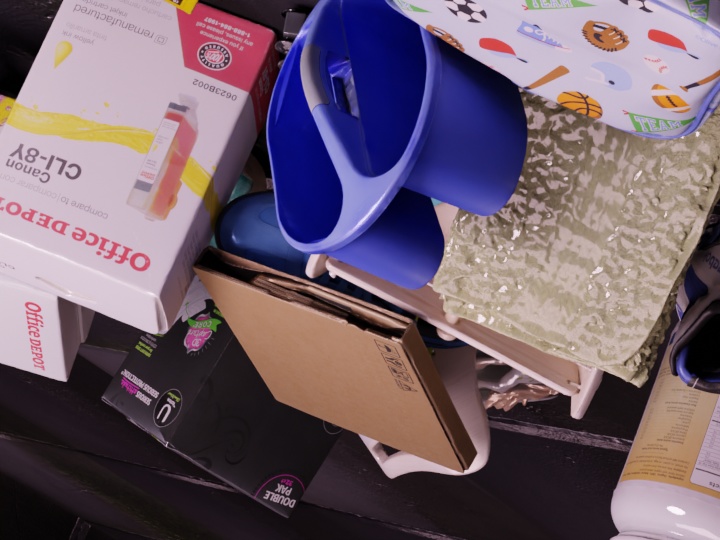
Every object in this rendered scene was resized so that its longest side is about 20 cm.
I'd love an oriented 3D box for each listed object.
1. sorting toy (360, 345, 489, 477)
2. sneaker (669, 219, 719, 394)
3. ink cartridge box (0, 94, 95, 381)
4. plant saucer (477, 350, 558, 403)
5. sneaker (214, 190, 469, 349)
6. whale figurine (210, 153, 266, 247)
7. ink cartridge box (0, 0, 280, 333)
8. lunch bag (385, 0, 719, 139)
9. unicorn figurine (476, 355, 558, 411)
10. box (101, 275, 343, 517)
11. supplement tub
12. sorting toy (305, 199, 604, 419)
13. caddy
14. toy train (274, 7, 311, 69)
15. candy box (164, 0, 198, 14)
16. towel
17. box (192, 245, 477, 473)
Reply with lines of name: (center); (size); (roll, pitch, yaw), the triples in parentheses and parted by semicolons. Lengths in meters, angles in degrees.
sorting toy: (0.018, 0.069, 1.554); (0.199, 0.107, 0.181); (-12, 108, 51)
sneaker: (0.234, 0.033, 1.383); (0.080, 0.116, 0.200); (22, 164, 4)
ink cartridge box: (-0.280, -0.035, 1.505); (0.198, 0.146, 0.146); (17, 153, 2)
plant saucer: (0.070, 0.086, 1.804); (0.198, 0.051, 0.200); (-1, -179, 0)
sneaker: (0.000, 0.000, 1.413); (0.199, 0.066, 0.078); (23, -177, -20)
whale figurine: (-0.155, -0.070, 1.596); (0.158, 0.104, 0.200); (15, 163, 25)
ink cartridge box: (-0.155, -0.081, 1.396); (0.144, 0.201, 0.083); (21, 163, 6)
lunch bag: (0.111, -0.147, 1.064); (0.199, 0.076, 0.160); (23, 161, 3)
unicorn figurine: (0.116, 0.042, 1.584); (0.136, 0.074, 0.200); (-6, 159, 19)
box: (-0.084, 0.071, 1.732); (0.148, 0.201, 0.124); (35, 175, -35)
supplement tub: (0.266, 0.144, 1.533); (0.143, 0.201, 0.145); (21, 164, 6)
sorting toy: (0.094, -0.039, 1.323); (0.199, 0.107, 0.181); (28, 128, 6)
caddy: (0.009, -0.087, 1.189); (0.105, 0.201, 0.141); (27, 123, -29)
toy train: (-0.027, -0.120, 1.407); (0.045, 0.034, 0.200); (8, 161, 5)
candy box: (-0.179, -0.225, 1.290); (0.199, 0.027, 0.102); (26, 160, -9)
towel: (0.132, -0.036, 1.248); (0.147, 0.037, 0.201); (22, 120, 7)
box: (-0.015, 0.062, 1.428); (0.163, 0.021, 0.200); (20, 158, 25)
